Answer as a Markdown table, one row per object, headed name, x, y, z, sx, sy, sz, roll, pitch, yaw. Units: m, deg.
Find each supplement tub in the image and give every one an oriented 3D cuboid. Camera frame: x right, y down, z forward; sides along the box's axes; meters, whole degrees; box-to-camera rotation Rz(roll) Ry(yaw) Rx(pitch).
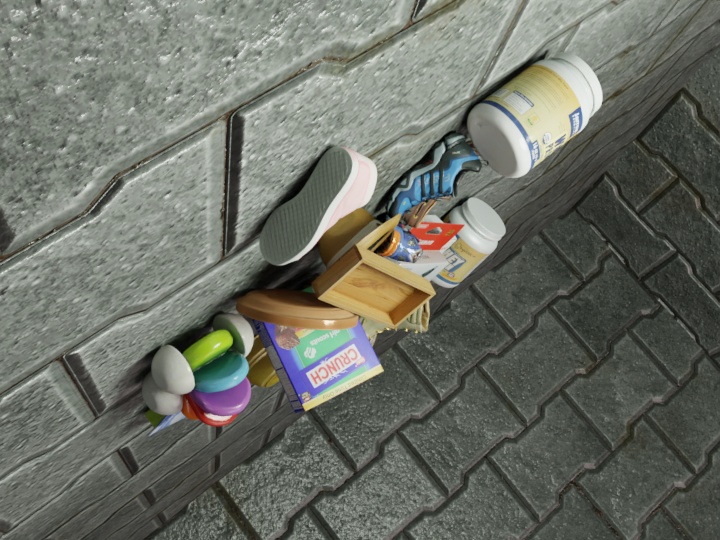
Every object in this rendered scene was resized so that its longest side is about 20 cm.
| name | x | y | z | sx | sy | sz | roll | pitch | yaw |
| --- | --- | --- | --- | --- | --- | --- | --- | --- | --- |
| supplement tub | 0.246 | -0.069 | 1.925 | 0.200 | 0.145 | 0.145 | -47 | 166 | 32 |
| supplement tub | 0.298 | -0.268 | 1.333 | 0.200 | 0.144 | 0.144 | -37 | 168 | -12 |

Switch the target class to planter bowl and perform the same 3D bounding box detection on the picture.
| name | x | y | z | sx | sy | sz | roll | pitch | yaw |
| --- | --- | --- | --- | --- | --- | --- | --- | --- | --- |
| planter bowl | -0.191 | 0.191 | 1.671 | 0.200 | 0.084 | 0.200 | -38 | 168 | -9 |

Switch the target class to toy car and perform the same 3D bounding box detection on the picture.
| name | x | y | z | sx | sy | sz | roll | pitch | yaw |
| --- | --- | --- | --- | --- | --- | --- | --- | --- | --- |
| toy car | -0.247 | 0.179 | 1.275 | 0.175 | 0.150 | 0.200 | -30 | 165 | -39 |

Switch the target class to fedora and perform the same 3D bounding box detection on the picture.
| name | x | y | z | sx | sy | sz | roll | pitch | yaw |
| --- | --- | --- | --- | --- | --- | --- | --- | --- | --- |
| fedora | -0.021 | -0.052 | 1.293 | 0.201 | 0.082 | 0.201 | -44 | 176 | -3 |

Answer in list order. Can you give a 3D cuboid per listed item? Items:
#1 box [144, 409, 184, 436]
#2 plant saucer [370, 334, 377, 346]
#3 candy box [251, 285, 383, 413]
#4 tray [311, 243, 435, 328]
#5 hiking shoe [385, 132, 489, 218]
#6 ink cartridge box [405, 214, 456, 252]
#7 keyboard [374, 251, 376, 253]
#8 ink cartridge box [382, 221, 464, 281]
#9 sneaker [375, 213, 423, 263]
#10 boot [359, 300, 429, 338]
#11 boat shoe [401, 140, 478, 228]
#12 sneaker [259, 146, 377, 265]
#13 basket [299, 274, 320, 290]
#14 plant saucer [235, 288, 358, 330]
| name | x | y | z | sx | sy | sz | roll | pitch | yaw |
| --- | --- | --- | --- | --- | --- | --- | --- | --- | --- |
| box | -0.326 | 0.239 | 1.513 | 0.122 | 0.048 | 0.200 | -47 | 166 | 29 |
| plant saucer | -0.043 | 0.130 | 1.720 | 0.200 | 0.200 | 0.029 | -44 | 135 | 18 |
| candy box | -0.080 | 0.135 | 1.428 | 0.169 | 0.200 | 0.077 | -25 | 178 | -21 |
| tray | 0.024 | 0.029 | 1.248 | 0.099 | 0.037 | 0.200 | -41 | 141 | 20 |
| hiking shoe | 0.126 | -0.149 | 1.376 | 0.200 | 0.087 | 0.074 | -45 | 167 | 25 |
| ink cartridge box | 0.107 | -0.034 | 1.768 | 0.200 | 0.085 | 0.146 | -42 | 168 | 19 |
| keyboard | 0.000 | 0.000 | 1.575 | 0.127 | 0.021 | 0.200 | -59 | 165 | -24 |
| ink cartridge box | 0.122 | -0.026 | 1.607 | 0.174 | 0.044 | 0.200 | -44 | 157 | 28 |
| sneaker | 0.068 | -0.052 | 1.453 | 0.075 | 0.078 | 0.200 | -58 | -169 | 13 |
| boot | 0.055 | 0.109 | 1.541 | 0.073 | 0.155 | 0.201 | -50 | 150 | -63 |
| boat shoe | 0.151 | -0.160 | 1.463 | 0.200 | 0.068 | 0.072 | -43 | 168 | 13 |
| sneaker | -0.050 | -0.084 | 1.084 | 0.200 | 0.075 | 0.105 | -49 | 161 | 22 |
| basket | -0.064 | 0.104 | 1.583 | 0.149 | 0.143 | 0.200 | -44 | 166 | 15 |
| plant saucer | -0.101 | 0.059 | 1.269 | 0.200 | 0.200 | 0.032 | -11 | 109 | -68 |
